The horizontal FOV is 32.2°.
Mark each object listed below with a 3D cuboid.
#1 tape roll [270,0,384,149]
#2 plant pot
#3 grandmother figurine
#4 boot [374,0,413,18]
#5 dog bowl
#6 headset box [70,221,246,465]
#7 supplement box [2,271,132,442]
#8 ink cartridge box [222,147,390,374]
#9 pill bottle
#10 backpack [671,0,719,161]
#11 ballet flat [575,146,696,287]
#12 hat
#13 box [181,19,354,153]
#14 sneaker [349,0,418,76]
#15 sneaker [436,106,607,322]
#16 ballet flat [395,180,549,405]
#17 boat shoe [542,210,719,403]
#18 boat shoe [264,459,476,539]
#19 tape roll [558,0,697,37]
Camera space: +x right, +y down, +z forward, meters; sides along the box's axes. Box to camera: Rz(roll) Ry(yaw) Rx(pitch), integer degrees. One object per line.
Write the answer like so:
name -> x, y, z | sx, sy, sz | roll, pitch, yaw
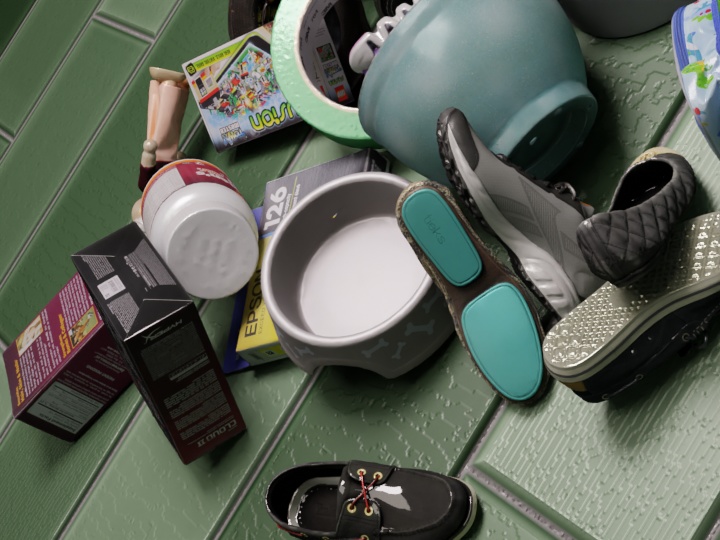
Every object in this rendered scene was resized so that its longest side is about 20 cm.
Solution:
tape roll -> 0.011, -0.223, 1.229 | 0.198, 0.048, 0.203 | -2, 82, 15
plant pot -> 0.116, -0.144, 1.060 | 0.200, 0.200, 0.134 | -46, 68, 11
grandmother figurine -> -0.233, -0.128, 1.453 | 0.060, 0.121, 0.203 | 12, 92, 21
boot -> 0.111, -0.320, 1.256 | 0.204, 0.073, 0.154 | -54, 42, 5
dog bowl -> 0.000, 0.000, 1.116 | 0.198, 0.059, 0.202 | -12, 57, 18
headset box -> -0.190, 0.077, 1.204 | 0.075, 0.201, 0.149 | -29, 43, -14
supplement box -> -0.301, 0.078, 1.394 | 0.200, 0.085, 0.111 | -45, 41, 13
ink cartridge box -> -0.067, -0.009, 1.248 | 0.198, 0.047, 0.200 | -15, 55, 36
pill bottle -> -0.164, -0.043, 1.278 | 0.110, 0.109, 0.200 | -53, 22, 4
backpack -> 0.302, -0.151, 0.859 | 0.146, 0.183, 0.202 | -20, 46, 34
ballet flat -> 0.208, -0.054, 0.930 | 0.066, 0.057, 0.200 | -29, 12, 32
hat -> -0.051, -0.273, 1.372 | 0.199, 0.081, 0.203 | 18, 120, 34
box -> -0.104, -0.207, 1.367 | 0.199, 0.111, 0.035 | -15, 10, 43
sneaker -> 0.087, -0.228, 1.149 | 0.200, 0.080, 0.089 | -42, 83, 10
sneaker -> 0.130, -0.051, 0.980 | 0.079, 0.201, 0.074 | -39, 11, 4
ballet flat -> 0.097, 0.014, 1.024 | 0.067, 0.075, 0.201 | -32, 85, 11
boat shoe -> 0.225, 0.026, 0.916 | 0.199, 0.062, 0.075 | -37, 36, -1
boat shoe -> 0.004, 0.195, 1.026 | 0.200, 0.063, 0.074 | -8, 56, 41
tape roll -> 0.246, -0.311, 1.116 | 0.199, 0.066, 0.202 | -26, 48, 33
